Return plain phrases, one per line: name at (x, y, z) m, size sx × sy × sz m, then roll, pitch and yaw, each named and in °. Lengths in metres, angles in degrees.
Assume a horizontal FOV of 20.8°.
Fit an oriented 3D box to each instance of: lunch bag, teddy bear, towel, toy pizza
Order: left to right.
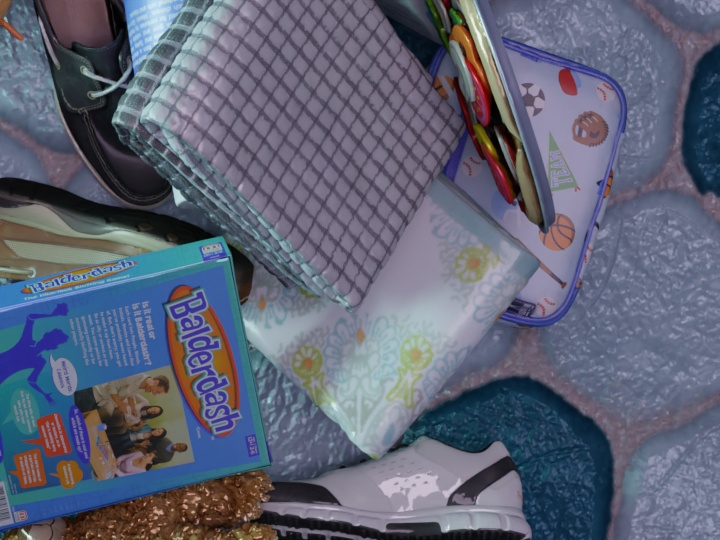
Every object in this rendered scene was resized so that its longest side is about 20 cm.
teddy bear at (-0.151, 0.179, 1.312) m, size 0.199 × 0.067 × 0.146 m, roll 4°, pitch 63°, yaw 8°
towel at (-0.043, -0.095, 1.221) m, size 0.200 × 0.085 × 0.166 m, roll 44°, pitch 65°, yaw -33°
towel at (0.000, 0.000, 1.315) m, size 0.200 × 0.048 × 0.171 m, roll 42°, pitch 98°, yaw 28°
toy pizza at (0.077, -0.115, 1.243) m, size 0.032 × 0.200 × 0.201 m, roll -19°, pitch 93°, yaw 2°
lunch bag at (0.090, -0.059, 1.375) m, size 0.159 × 0.076 × 0.201 m, roll 19°, pitch 86°, yaw -6°

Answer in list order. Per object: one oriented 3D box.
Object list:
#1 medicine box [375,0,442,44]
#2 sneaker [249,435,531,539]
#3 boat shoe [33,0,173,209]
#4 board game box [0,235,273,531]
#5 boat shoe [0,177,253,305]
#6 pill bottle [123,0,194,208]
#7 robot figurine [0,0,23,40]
medicine box at (0.039, -0.288, 1.303) m, size 0.182 × 0.103 × 0.200 m, roll -51°, pitch 139°, yaw -6°
sneaker at (0.019, 0.159, 1.373) m, size 0.199 × 0.074 × 0.080 m, roll 2°, pitch 60°, yaw -4°
boat shoe at (-0.178, -0.136, 1.336) m, size 0.071 × 0.068 × 0.201 m, roll -20°, pitch 95°, yaw -8°
board game box at (-0.167, 0.075, 1.263) m, size 0.199 × 0.045 × 0.153 m, roll -12°, pitch 110°, yaw -7°
boat shoe at (-0.170, -0.005, 1.325) m, size 0.199 × 0.076 × 0.074 m, roll 16°, pitch 101°, yaw 12°
pill bottle at (-0.097, -0.146, 1.305) m, size 0.111 × 0.112 × 0.201 m, roll -7°, pitch 86°, yaw -9°
robot figurine at (-0.311, -0.210, 1.291) m, size 0.199 × 0.117 × 0.145 m, roll 16°, pitch 85°, yaw -8°
